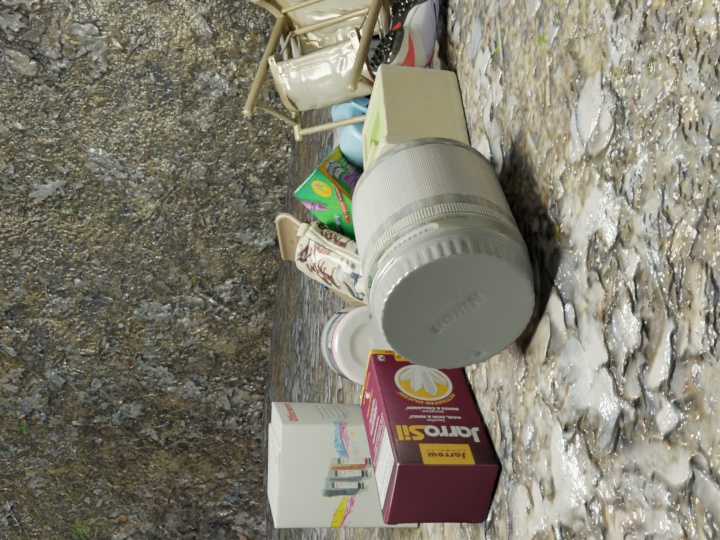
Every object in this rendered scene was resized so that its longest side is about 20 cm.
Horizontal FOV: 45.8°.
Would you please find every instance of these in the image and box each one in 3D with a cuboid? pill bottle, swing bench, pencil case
[{"bbox_3d":[0.002,0.113,1.317,0.200,0.119,0.120,164,110,-79],"label":"pill bottle"},{"bbox_3d":[-0.048,-0.313,1.228,0.198,0.130,0.201,-5,76,35],"label":"swing bench"},{"bbox_3d":[0.000,0.000,1.183,0.078,0.200,0.090,-50,-26,-28],"label":"pencil case"}]

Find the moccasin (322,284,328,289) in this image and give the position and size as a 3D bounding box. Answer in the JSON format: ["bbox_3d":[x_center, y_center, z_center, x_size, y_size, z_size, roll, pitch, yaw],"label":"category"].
[{"bbox_3d":[-0.024,-0.010,1.647,0.200,0.068,0.081,136,144,-73],"label":"moccasin"}]

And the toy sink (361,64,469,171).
[{"bbox_3d":[0.064,-0.144,1.088,0.131,0.112,0.201,107,162,-53],"label":"toy sink"}]

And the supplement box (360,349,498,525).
[{"bbox_3d":[0.070,0.180,0.953,0.200,0.110,0.086,-105,21,-59],"label":"supplement box"}]

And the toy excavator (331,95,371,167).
[{"bbox_3d":[0.027,-0.178,1.289,0.200,0.194,0.100,-60,-3,-30],"label":"toy excavator"}]

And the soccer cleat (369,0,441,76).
[{"bbox_3d":[0.077,-0.325,1.171,0.068,0.073,0.200,-8,51,46],"label":"soccer cleat"}]

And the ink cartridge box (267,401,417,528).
[{"bbox_3d":[-0.027,0.269,1.198,0.145,0.199,0.145,-161,75,-79],"label":"ink cartridge box"}]

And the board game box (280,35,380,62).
[{"bbox_3d":[-0.030,-0.382,1.433,0.148,0.199,0.064,-106,21,-60],"label":"board game box"}]

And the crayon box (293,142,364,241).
[{"bbox_3d":[-0.019,-0.124,1.314,0.058,0.119,0.200,-43,7,24],"label":"crayon box"}]

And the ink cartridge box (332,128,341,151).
[{"bbox_3d":[0.008,-0.255,1.502,0.147,0.086,0.200,-101,19,-53],"label":"ink cartridge box"}]

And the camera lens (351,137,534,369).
[{"bbox_3d":[0.077,-0.024,0.846,0.200,0.159,0.160,-99,17,-50],"label":"camera lens"}]

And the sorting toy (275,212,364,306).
[{"bbox_3d":[-0.050,-0.012,1.445,0.037,0.200,0.185,-53,-12,-18],"label":"sorting toy"}]

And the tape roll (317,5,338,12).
[{"bbox_3d":[-0.009,-0.453,1.340,0.201,0.200,0.048,-98,15,-47],"label":"tape roll"}]
